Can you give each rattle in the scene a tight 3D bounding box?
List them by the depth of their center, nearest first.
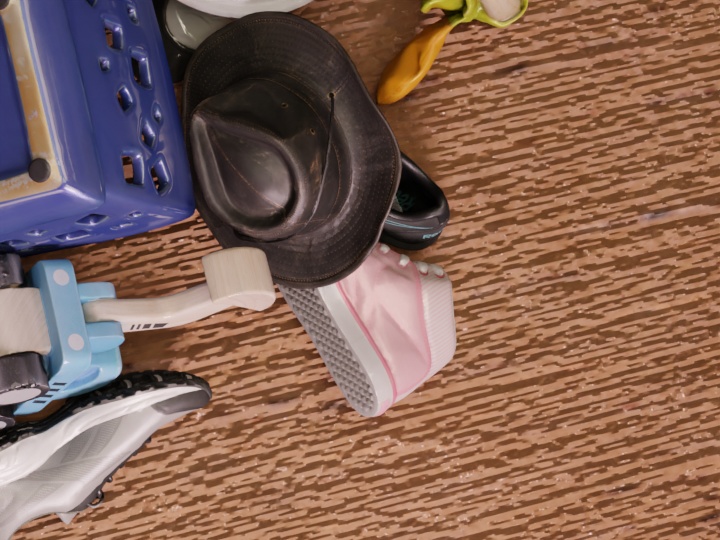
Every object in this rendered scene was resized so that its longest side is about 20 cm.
[{"bbox_3d":[0.026,-0.244,1.722,0.142,0.131,0.200,-24,134,18],"label":"rattle"}]

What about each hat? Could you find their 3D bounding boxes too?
[{"bbox_3d":[-0.073,-0.079,1.644,0.081,0.200,0.202,-19,89,-54],"label":"hat"}]

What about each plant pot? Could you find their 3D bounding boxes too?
[{"bbox_3d":[-0.248,-0.110,1.600,0.199,0.180,0.201,-13,89,16],"label":"plant pot"}]

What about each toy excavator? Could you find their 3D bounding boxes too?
[{"bbox_3d":[-0.184,0.036,1.650,0.199,0.194,0.101,-5,70,-34],"label":"toy excavator"}]

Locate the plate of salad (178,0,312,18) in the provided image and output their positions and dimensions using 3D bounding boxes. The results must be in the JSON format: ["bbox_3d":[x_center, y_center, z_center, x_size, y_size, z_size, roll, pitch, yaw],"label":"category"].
[{"bbox_3d":[-0.086,-0.280,1.689,0.199,0.048,0.202,1,85,-8],"label":"plate of salad"}]

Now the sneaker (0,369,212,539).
[{"bbox_3d":[-0.197,0.131,1.687,0.199,0.074,0.080,-26,100,-7],"label":"sneaker"}]

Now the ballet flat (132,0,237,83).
[{"bbox_3d":[-0.094,-0.215,1.732,0.200,0.068,0.068,-43,96,-12],"label":"ballet flat"}]

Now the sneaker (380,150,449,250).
[{"bbox_3d":[-0.014,-0.091,1.735,0.199,0.079,0.076,32,80,-6],"label":"sneaker"}]

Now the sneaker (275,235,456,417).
[{"bbox_3d":[0.000,0.000,1.736,0.104,0.075,0.201,-27,85,-25],"label":"sneaker"}]
